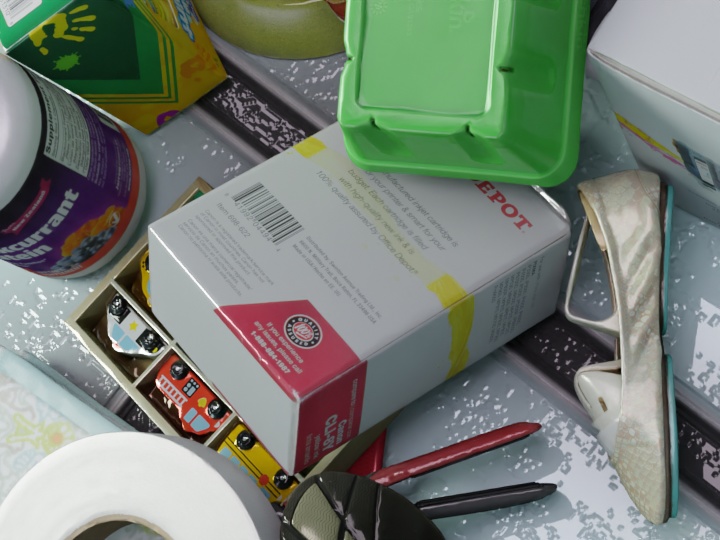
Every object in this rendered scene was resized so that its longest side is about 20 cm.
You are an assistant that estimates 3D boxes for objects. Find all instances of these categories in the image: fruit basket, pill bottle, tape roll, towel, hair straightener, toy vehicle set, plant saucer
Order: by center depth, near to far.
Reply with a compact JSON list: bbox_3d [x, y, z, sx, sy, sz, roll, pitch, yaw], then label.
[{"bbox_3d":[0.054,-0.152,1.147,0.154,0.216,0.217,6,73,17],"label":"fruit basket"},{"bbox_3d":[-0.127,0.191,1.152,0.201,0.037,0.205,-3,82,25],"label":"tape roll"},{"bbox_3d":[0.018,0.149,1.168,0.198,0.041,0.078,-17,87,-6],"label":"hair straightener"},{"bbox_3d":[-0.074,0.051,1.242,0.124,0.027,0.200,-48,62,1],"label":"toy vehicle set"},{"bbox_3d":[-0.221,-0.069,1.244,0.111,0.200,0.112,-6,74,23],"label":"pill bottle"},{"bbox_3d":[-0.197,0.158,1.250,0.199,0.048,0.172,32,86,24],"label":"towel"},{"bbox_3d":[-0.034,-0.235,1.343,0.198,0.031,0.202,-6,70,16],"label":"plant saucer"}]

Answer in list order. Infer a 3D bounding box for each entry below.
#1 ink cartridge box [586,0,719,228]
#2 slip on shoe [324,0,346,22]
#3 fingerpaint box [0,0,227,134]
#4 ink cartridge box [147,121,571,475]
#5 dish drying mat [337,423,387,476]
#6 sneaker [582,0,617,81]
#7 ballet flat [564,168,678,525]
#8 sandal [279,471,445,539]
[{"bbox_3d":[0.233,-0.107,1.121,0.144,0.200,0.146,30,82,24],"label":"ink cartridge box"},{"bbox_3d":[-0.027,-0.244,1.289,0.074,0.061,0.201,-29,65,21],"label":"slip on shoe"},{"bbox_3d":[-0.184,-0.206,1.301,0.073,0.167,0.201,-33,64,14],"label":"fingerpaint box"},{"bbox_3d":[0.000,0.000,1.177,0.199,0.084,0.145,-30,59,-24],"label":"ink cartridge box"},{"bbox_3d":[-0.021,0.107,1.227,0.076,0.018,0.202,0,73,20],"label":"dish drying mat"},{"bbox_3d":[0.128,-0.185,1.196,0.113,0.076,0.201,23,42,4],"label":"sneaker"},{"bbox_3d":[0.145,0.043,1.162,0.062,0.067,0.202,0,76,3],"label":"ballet flat"},{"bbox_3d":[0.038,0.188,1.135,0.200,0.057,0.080,36,70,-6],"label":"sandal"}]
